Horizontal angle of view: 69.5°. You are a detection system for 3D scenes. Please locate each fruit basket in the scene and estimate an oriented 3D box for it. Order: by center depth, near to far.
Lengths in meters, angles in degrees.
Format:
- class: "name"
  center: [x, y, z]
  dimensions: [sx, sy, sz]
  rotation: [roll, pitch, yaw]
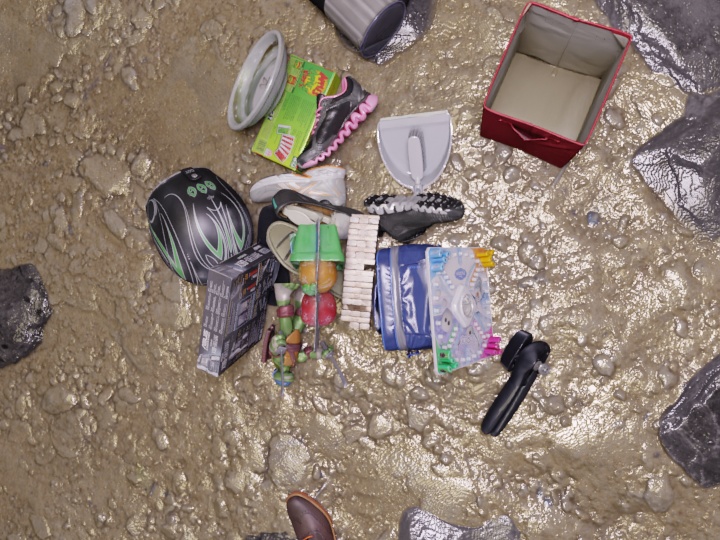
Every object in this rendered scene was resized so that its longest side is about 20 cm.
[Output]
- class: "fruit basket"
  center: [-0.077, 0.029, 0.852]
  dimensions: [0.092, 0.185, 0.203]
  rotation: [6, 85, -2]

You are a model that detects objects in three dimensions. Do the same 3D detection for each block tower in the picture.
- class: "block tower"
  center: [0.000, 0.000, 0.925]
  dimensions: [0.053, 0.058, 0.203]
  rotation: [5, 89, 3]

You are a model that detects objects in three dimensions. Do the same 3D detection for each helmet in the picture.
- class: "helmet"
  center: [-0.294, -0.072, 0.978]
  dimensions: [0.199, 0.200, 0.192]
  rotation: [-35, 81, 9]

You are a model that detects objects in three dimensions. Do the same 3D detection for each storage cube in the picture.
- class: "storage cube"
  center: [0.310, -0.297, 0.869]
  dimensions: [0.169, 0.180, 0.202]
  rotation: [24, 95, 10]

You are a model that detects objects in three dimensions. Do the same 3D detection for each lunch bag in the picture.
- class: "lunch bag"
  center: [0.088, 0.056, 0.929]
  dimensions: [0.130, 0.136, 0.203]
  rotation: [-4, 87, 14]

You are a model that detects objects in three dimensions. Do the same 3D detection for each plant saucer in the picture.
- class: "plant saucer"
  center: [-0.189, -0.355, 0.999]
  dimensions: [0.199, 0.050, 0.203]
  rotation: [-29, 51, 42]

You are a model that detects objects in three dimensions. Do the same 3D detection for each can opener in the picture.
- class: "can opener"
  center: [0.280, 0.211, 0.938]
  dimensions: [0.063, 0.079, 0.202]
  rotation: [19, 98, -28]

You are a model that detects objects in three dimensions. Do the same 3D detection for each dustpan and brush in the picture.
- class: "dustpan and brush"
  center: [0.106, -0.182, 0.966]
  dimensions: [0.137, 0.057, 0.203]
  rotation: [-3, 118, 13]

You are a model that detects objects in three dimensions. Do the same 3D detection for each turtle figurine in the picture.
- class: "turtle figurine"
  center: [-0.103, 0.123, 0.967]
  dimensions: [0.142, 0.199, 0.197]
  rotation: [4, 85, -23]

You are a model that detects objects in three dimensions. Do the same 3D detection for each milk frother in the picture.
- class: "milk frother"
  center: [-0.004, -0.533, 0.925]
  dimensions: [0.181, 0.200, 0.188]
  rotation: [-45, 82, 3]

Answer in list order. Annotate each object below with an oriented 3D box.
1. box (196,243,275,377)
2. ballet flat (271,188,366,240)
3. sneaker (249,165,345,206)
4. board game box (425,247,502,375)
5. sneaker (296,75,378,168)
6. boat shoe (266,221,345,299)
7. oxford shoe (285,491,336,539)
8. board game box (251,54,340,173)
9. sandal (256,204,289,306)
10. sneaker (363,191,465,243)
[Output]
- class: "box"
  center: [-0.224, 0.069, 0.951]
  dimensions: [0.049, 0.158, 0.203]
  rotation: [20, 115, 13]
- class: "ballet flat"
  center: [-0.071, -0.091, 0.963]
  dimensions: [0.197, 0.069, 0.069]
  rotation: [15, 123, -14]
- class: "sneaker"
  center: [-0.121, -0.143, 1.008]
  dimensions: [0.197, 0.076, 0.094]
  rotation: [-9, 92, 12]
- class: "board game box"
  center: [0.183, 0.060, 0.886]
  dimensions: [0.026, 0.199, 0.203]
  rotation: [-6, 88, 40]
- class: "sneaker"
  center: [-0.061, -0.281, 0.978]
  dimensions: [0.095, 0.079, 0.200]
  rotation: [44, 86, -18]
- class: "boat shoe"
  center: [-0.097, -0.012, 0.980]
  dimensions: [0.199, 0.068, 0.075]
  rotation: [41, 79, -6]
- class: "oxford shoe"
  center: [-0.084, 0.520, 0.990]
  dimensions: [0.071, 0.072, 0.201]
  rotation: [-36, 83, 9]
- class: "board game box"
  center: [-0.126, -0.305, 1.022]
  dimensions: [0.100, 0.048, 0.202]
  rotation: [24, 94, 10]
- class: "sandal"
  center: [-0.180, -0.026, 1.014]
  dimensions: [0.075, 0.043, 0.203]
  rotation: [5, 107, 13]
- class: "sneaker"
  center: [0.101, -0.092, 0.949]
  dimensions: [0.198, 0.066, 0.092]
  rotation: [6, 121, 33]
